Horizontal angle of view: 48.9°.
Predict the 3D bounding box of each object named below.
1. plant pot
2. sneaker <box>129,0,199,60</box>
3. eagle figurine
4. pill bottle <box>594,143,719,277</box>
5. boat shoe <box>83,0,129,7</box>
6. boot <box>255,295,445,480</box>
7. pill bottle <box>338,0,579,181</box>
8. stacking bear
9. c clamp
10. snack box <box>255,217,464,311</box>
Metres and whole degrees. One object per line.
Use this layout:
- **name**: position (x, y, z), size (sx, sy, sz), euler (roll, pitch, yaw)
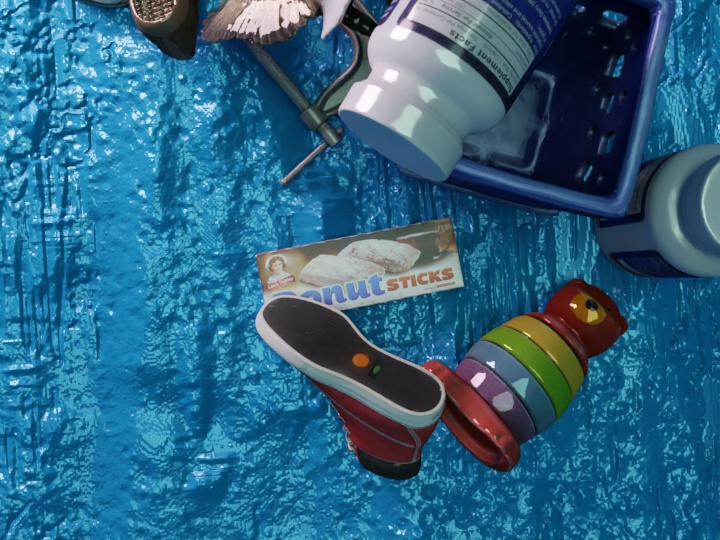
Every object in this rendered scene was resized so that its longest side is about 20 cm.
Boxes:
- **plant pot**: position (0.142, -0.159, 0.730), size (0.200, 0.180, 0.200), euler (14, 88, -3)
- **sneaker**: position (-0.193, -0.295, 0.768), size (0.070, 0.076, 0.200), euler (-8, 68, 6)
- **eagle figurine**: position (-0.045, -0.247, 0.665), size (0.200, 0.151, 0.152), euler (27, 63, 11)
- **pill bottle**: position (0.307, -0.053, 0.731), size (0.120, 0.200, 0.120), euler (0, 90, -4)
- **boat shoe**: position (-0.300, -0.329, 0.753), size (0.200, 0.068, 0.075), euler (38, 87, -3)
- **boot**: position (-0.021, 0.119, 0.762), size (0.200, 0.144, 0.072), euler (32, 49, 18)
- **pill bottle**: position (0.076, -0.173, 0.578), size (0.116, 0.116, 0.200), euler (34, 88, -3)
- **stacking bear**: position (0.171, 0.088, 0.768), size (0.200, 0.114, 0.121), euler (-38, 65, -14)
- **c clamp**: position (-0.066, -0.210, 0.765), size (0.171, 0.027, 0.200), euler (-34, 96, 11)
- **snack box**: position (0.000, 0.000, 0.795), size (0.200, 0.024, 0.072), euler (-11, 93, -4)
